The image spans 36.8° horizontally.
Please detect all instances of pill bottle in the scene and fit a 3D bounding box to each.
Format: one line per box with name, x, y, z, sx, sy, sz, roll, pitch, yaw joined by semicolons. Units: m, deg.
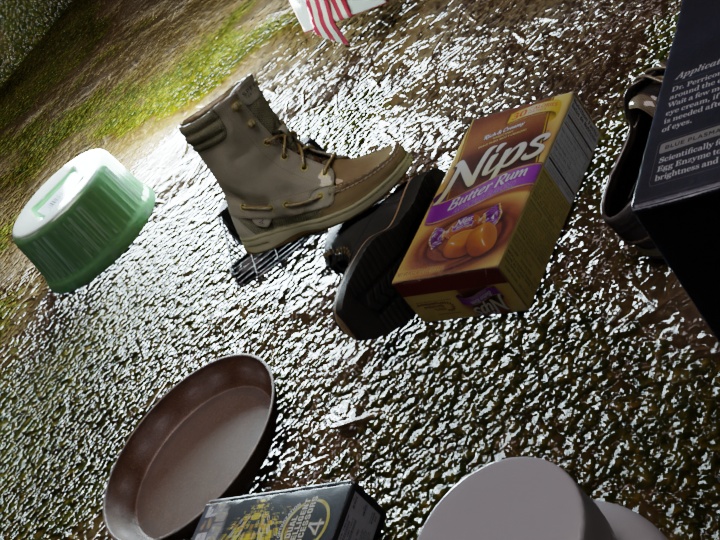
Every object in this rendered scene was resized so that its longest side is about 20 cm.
pill bottle;0.109;0.173;0.471;0.111;0.201;0.113;-29;31;19

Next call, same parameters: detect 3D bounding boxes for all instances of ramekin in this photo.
ramekin;-0.392;-0.075;1.513;0.198;0.098;0.202;-30;31;20

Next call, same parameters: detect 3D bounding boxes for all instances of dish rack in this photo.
dish rack;-0.082;-0.056;1.163;0.153;0.055;0.201;-39;31;9

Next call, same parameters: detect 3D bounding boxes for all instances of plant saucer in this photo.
plant saucer;-0.145;0.164;0.964;0.198;0.035;0.202;-31;30;20

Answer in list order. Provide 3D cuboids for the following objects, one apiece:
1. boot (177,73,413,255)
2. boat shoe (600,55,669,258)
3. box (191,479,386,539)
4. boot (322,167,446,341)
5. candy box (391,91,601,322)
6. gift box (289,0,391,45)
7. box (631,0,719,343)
boot;-0.063;-0.115;1.014;0.197;0.156;0.072;-21;19;26
boat shoe;0.228;-0.111;0.764;0.074;0.072;0.204;20;92;58
box;-0.078;0.250;0.752;0.160;0.049;0.202;-19;37;41
boot;0.000;0.000;0.979;0.137;0.078;0.200;-18;23;42
candy box;0.117;-0.054;0.915;0.115;0.057;0.202;-10;41;44
gift box;-0.009;-0.426;1.442;0.183;0.202;0.187;-13;24;46
box;0.257;-0.048;0.591;0.116;0.197;0.202;-14;38;40
